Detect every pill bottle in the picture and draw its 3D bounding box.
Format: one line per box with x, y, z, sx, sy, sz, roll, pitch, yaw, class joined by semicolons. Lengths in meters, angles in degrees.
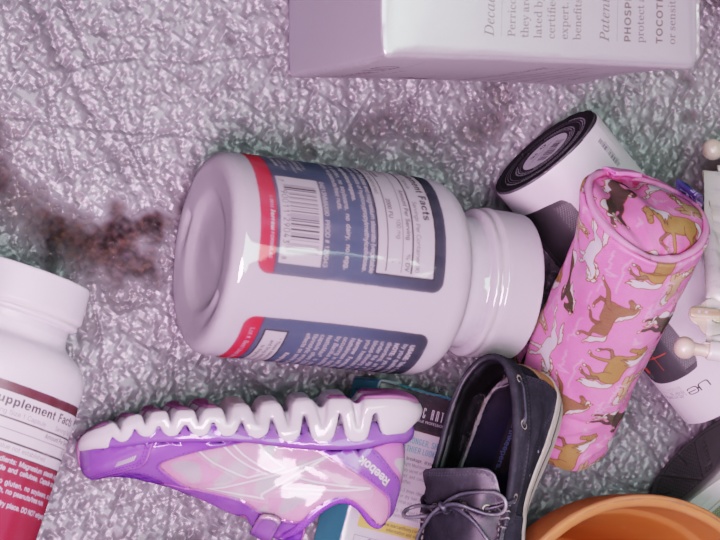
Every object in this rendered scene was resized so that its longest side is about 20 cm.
-0.222;0.094;1.473;0.113;0.113;0.200;20;82;-20;pill bottle
0.000;0.000;1.558;0.200;0.120;0.120;7;87;-22;pill bottle

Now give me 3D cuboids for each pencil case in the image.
0.141;0.030;1.577;0.083;0.200;0.087;29;42;11;pencil case

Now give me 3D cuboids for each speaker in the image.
0.176;-0.001;1.650;0.081;0.081;0.200;-44;105;-16;speaker

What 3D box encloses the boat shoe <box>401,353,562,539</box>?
0.063;0.138;1.512;0.062;0.075;0.200;44;56;-44;boat shoe

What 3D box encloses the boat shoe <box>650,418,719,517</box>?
0.273;0.107;1.651;0.065;0.074;0.202;40;113;-21;boat shoe

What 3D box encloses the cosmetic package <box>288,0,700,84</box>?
0.076;-0.199;1.564;0.200;0.167;0.167;0;90;-21;cosmetic package

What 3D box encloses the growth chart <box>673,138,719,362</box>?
0.270;-0.008;1.624;0.144;0.018;0.200;15;48;-3;growth chart

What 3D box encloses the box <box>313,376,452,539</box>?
0.015;0.171;1.600;0.082;0.049;0.200;17;84;-20;box

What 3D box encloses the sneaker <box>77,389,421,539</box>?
-0.063;0.117;1.525;0.200;0.080;0.089;-2;93;-3;sneaker

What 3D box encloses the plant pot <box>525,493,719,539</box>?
0.139;0.230;1.601;0.200;0.140;0.201;0;90;-22;plant pot
